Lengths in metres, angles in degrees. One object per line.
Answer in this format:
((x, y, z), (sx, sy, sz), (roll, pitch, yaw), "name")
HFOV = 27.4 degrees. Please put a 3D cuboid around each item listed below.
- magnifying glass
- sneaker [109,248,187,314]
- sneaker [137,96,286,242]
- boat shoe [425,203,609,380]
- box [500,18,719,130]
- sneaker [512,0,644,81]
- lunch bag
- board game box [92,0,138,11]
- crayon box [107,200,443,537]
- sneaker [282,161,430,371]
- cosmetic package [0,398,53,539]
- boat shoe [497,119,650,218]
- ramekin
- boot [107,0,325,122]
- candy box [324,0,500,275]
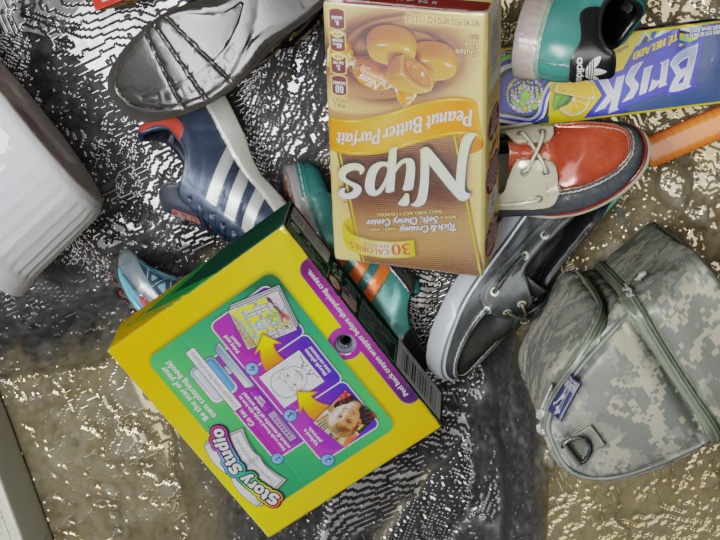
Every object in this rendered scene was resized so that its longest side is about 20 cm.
((0.209, -0.084, 1.184), (0.198, 0.022, 0.080), (-23, 96, 5), "magnifying glass")
((-0.110, 0.033, 1.196), (0.199, 0.079, 0.096), (36, 90, -11), "sneaker")
((-0.108, -0.047, 1.162), (0.084, 0.075, 0.201), (-28, 79, -13), "sneaker")
((0.122, 0.007, 1.152), (0.056, 0.068, 0.201), (37, 99, 35), "boat shoe")
((0.190, -0.153, 1.150), (0.197, 0.070, 0.065), (-7, 100, 4), "box")
((0.176, -0.209, 1.090), (0.079, 0.072, 0.201), (13, 55, 16), "sneaker")
((0.203, 0.068, 1.114), (0.167, 0.200, 0.140), (-36, 100, 6), "lunch bag")
((-0.141, -0.299, 1.113), (0.198, 0.046, 0.153), (-13, 98, 35), "board game box")
((-0.062, 0.079, 1.125), (0.172, 0.058, 0.201), (-33, 107, 17), "crayon box")
((0.000, 0.000, 1.186), (0.079, 0.071, 0.202), (-22, 94, -10), "sneaker")
((-0.332, 0.182, 1.219), (0.102, 0.073, 0.202), (-17, 96, 5), "cosmetic package")
((0.118, -0.078, 1.112), (0.198, 0.062, 0.072), (-8, 67, 28), "boat shoe")
((-0.285, -0.088, 1.121), (0.097, 0.200, 0.201), (-38, 95, 0), "ramekin")
((-0.093, -0.183, 1.118), (0.199, 0.151, 0.073), (-37, 96, 6), "boot")
((0.039, -0.101, 1.051), (0.114, 0.055, 0.202), (7, 120, 16), "candy box")
